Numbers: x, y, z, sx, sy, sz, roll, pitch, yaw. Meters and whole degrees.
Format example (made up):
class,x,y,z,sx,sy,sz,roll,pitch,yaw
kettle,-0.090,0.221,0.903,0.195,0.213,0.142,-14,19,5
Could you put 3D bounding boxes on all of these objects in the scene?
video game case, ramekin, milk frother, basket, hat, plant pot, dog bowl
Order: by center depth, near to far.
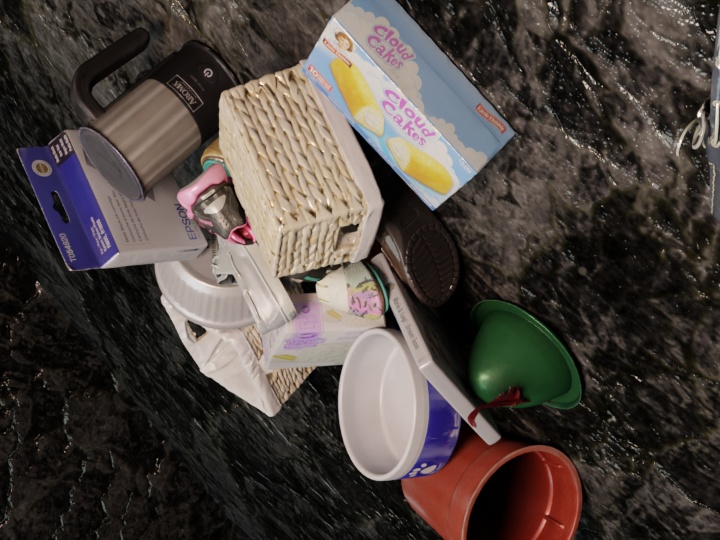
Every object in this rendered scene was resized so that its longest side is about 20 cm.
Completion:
class,x,y,z,sx,sy,sz,roll,pitch,yaw
basket,-0.072,-0.108,1.154,0.136,0.122,0.202,107,143,-63
hat,0.143,0.147,1.217,0.165,0.176,0.201,24,148,39
video game case,0.091,0.094,1.253,0.200,0.024,0.183,48,-167,-45
milk frother,-0.276,-0.191,1.371,0.180,0.188,0.201,40,156,13
dog bowl,0.051,0.180,1.413,0.199,0.078,0.203,-9,80,59
plant pot,0.166,0.305,1.440,0.195,0.200,0.202,22,148,57
ramekin,-0.191,-0.026,1.482,0.202,0.202,0.094,41,154,10
basket,-0.182,0.092,1.698,0.199,0.161,0.199,26,150,39

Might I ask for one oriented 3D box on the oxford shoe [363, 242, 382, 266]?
class,x,y,z,sx,sy,sz,roll,pitch,yaw
oxford shoe,0.000,0.000,1.384,0.072,0.072,0.199,41,170,-36

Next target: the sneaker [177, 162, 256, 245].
class,x,y,z,sx,sy,sz,roll,pitch,yaw
sneaker,-0.160,-0.065,1.265,0.096,0.079,0.200,48,-179,3

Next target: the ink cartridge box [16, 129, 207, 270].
class,x,y,z,sx,sy,sz,roll,pitch,yaw
ink cartridge box,-0.322,-0.097,1.368,0.041,0.199,0.201,-45,66,38

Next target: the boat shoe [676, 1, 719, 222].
class,x,y,z,sx,sy,sz,roll,pitch,yaw
boat shoe,0.266,-0.112,0.731,0.061,0.075,0.201,29,150,30

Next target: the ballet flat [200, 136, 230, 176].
class,x,y,z,sx,sy,sz,roll,pitch,yaw
ballet flat,-0.108,-0.121,1.354,0.198,0.063,0.069,27,145,-4

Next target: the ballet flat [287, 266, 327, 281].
class,x,y,z,sx,sy,sz,roll,pitch,yaw
ballet flat,-0.066,-0.071,1.263,0.068,0.202,0.068,-24,141,35

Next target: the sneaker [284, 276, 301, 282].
class,x,y,z,sx,sy,sz,roll,pitch,yaw
sneaker,-0.125,-0.073,1.400,0.200,0.077,0.080,49,-177,28

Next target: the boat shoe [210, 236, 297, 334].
class,x,y,z,sx,sy,sz,roll,pitch,yaw
boat shoe,-0.161,-0.005,1.383,0.202,0.071,0.070,55,173,17

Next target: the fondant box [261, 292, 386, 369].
class,x,y,z,sx,sy,sz,roll,pitch,yaw
fondant box,-0.058,0.088,1.506,0.200,0.142,0.059,122,143,-65

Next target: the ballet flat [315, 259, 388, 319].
class,x,y,z,sx,sy,sz,roll,pitch,yaw
ballet flat,-0.026,0.005,1.270,0.200,0.070,0.070,-121,28,-58

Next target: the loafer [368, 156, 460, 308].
class,x,y,z,sx,sy,sz,roll,pitch,yaw
loafer,0.052,-0.048,1.214,0.071,0.073,0.202,22,143,61

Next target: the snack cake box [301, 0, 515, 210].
class,x,y,z,sx,sy,sz,roll,pitch,yaw
snack cake box,0.044,-0.167,1.024,0.200,0.067,0.115,47,157,-2
